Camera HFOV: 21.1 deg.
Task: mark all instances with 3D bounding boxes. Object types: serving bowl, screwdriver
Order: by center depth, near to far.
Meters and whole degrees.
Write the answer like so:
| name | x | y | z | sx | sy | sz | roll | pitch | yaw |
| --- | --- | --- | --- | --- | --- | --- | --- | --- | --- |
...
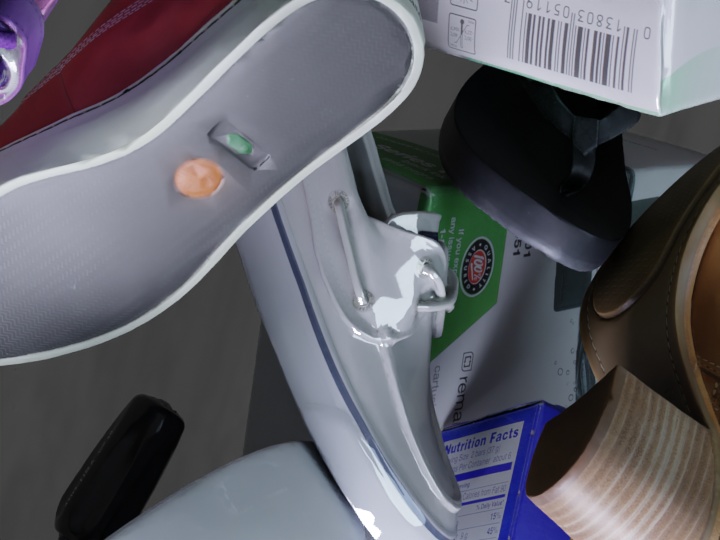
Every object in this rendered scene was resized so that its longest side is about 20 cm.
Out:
| name | x | y | z | sx | sy | sz | roll | pitch | yaw |
| --- | --- | --- | --- | --- | --- | --- | --- | --- | --- |
| serving bowl | -0.069 | 0.148 | 0.652 | 0.200 | 0.066 | 0.200 | -38 | 164 | -13 |
| screwdriver | -0.121 | 0.134 | 0.693 | 0.028 | 0.029 | 0.201 | 39 | 75 | -48 |

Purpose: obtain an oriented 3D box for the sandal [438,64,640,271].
| name | x | y | z | sx | sy | sz | roll | pitch | yaw |
| --- | --- | --- | --- | --- | --- | --- | --- | --- | --- |
| sandal | 0.076 | -0.068 | 0.740 | 0.043 | 0.076 | 0.201 | -58 | -172 | 31 |

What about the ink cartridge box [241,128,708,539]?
| name | x | y | z | sx | sy | sz | roll | pitch | yaw |
| --- | --- | --- | --- | --- | --- | --- | --- | --- | --- |
| ink cartridge box | 0.056 | 0.019 | 0.797 | 0.199 | 0.083 | 0.148 | -8 | 111 | -45 |

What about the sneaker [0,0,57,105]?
| name | x | y | z | sx | sy | sz | roll | pitch | yaw |
| --- | --- | --- | --- | --- | --- | --- | --- | --- | --- |
| sneaker | -0.113 | -0.085 | 0.548 | 0.199 | 0.089 | 0.081 | -30 | 156 | -34 |

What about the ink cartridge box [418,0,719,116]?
| name | x | y | z | sx | sy | sz | roll | pitch | yaw |
| --- | --- | --- | --- | --- | --- | --- | --- | --- | --- |
| ink cartridge box | 0.110 | -0.113 | 0.741 | 0.199 | 0.160 | 0.051 | -15 | 117 | -44 |

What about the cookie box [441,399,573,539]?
| name | x | y | z | sx | sy | sz | roll | pitch | yaw |
| --- | --- | --- | --- | --- | --- | --- | --- | --- | --- |
| cookie box | 0.091 | 0.173 | 0.694 | 0.170 | 0.075 | 0.202 | 25 | 67 | -25 |

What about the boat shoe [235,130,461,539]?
| name | x | y | z | sx | sy | sz | roll | pitch | yaw |
| --- | --- | --- | --- | --- | --- | --- | --- | --- | --- |
| boat shoe | 0.000 | 0.000 | 0.661 | 0.074 | 0.065 | 0.202 | -9 | 76 | -79 |

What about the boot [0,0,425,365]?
| name | x | y | z | sx | sy | sz | roll | pitch | yaw |
| --- | --- | --- | --- | --- | --- | --- | --- | --- | --- |
| boot | -0.073 | -0.066 | 0.631 | 0.199 | 0.145 | 0.072 | -34 | 129 | 16 |

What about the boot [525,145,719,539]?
| name | x | y | z | sx | sy | sz | roll | pitch | yaw |
| --- | --- | --- | --- | --- | --- | --- | --- | --- | --- |
| boot | 0.151 | 0.053 | 0.675 | 0.155 | 0.077 | 0.201 | 37 | 44 | -11 |
